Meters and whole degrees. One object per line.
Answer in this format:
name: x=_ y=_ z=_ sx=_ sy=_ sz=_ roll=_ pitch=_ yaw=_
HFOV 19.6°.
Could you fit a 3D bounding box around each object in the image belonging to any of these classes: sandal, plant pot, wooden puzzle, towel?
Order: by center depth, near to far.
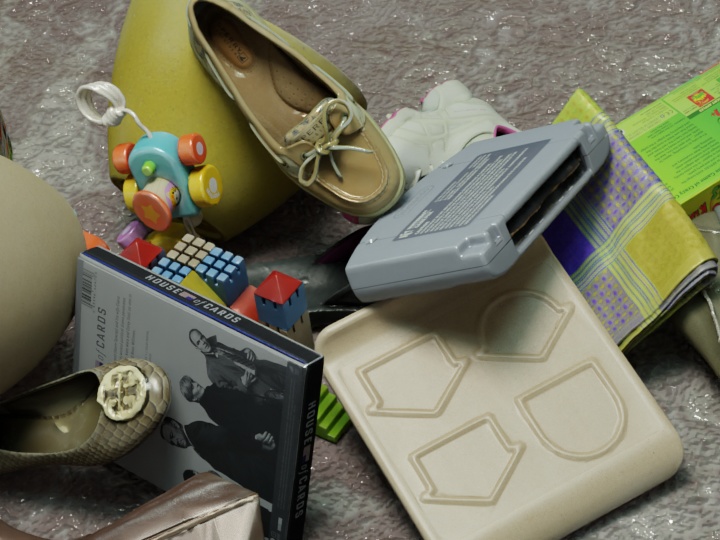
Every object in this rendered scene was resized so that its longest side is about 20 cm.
wooden puzzle: x=0.091 y=0.093 z=1.410 sx=0.184 sy=0.046 sz=0.201 roll=-27 pitch=69 yaw=-13
plant pot: x=-0.268 y=-0.002 z=1.441 sx=0.134 sy=0.201 sz=0.200 roll=-13 pitch=38 yaw=-41
towel: x=0.159 y=-0.021 z=1.489 sx=0.144 sy=0.023 sz=0.201 roll=-45 pitch=50 yaw=19
sandal: x=0.000 y=0.001 z=1.537 sx=0.199 sy=0.048 sz=0.076 roll=-12 pitch=45 yaw=-9
plant pot: x=-0.113 y=-0.108 z=1.589 sx=0.199 sy=0.200 sz=0.143 roll=22 pitch=80 yaw=27

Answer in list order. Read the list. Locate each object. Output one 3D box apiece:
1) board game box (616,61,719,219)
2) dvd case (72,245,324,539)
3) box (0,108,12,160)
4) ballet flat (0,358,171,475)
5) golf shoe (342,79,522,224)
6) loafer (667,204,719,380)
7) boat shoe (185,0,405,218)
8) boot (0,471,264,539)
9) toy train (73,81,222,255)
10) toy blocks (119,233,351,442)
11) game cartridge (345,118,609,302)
board game box: x=0.235 y=-0.075 z=1.579 sx=0.199 sy=0.048 sz=0.102 roll=-31 pitch=49 yaw=-20
dvd case: x=-0.115 y=0.086 z=1.402 sx=0.199 sy=0.151 sz=0.025 roll=25 pitch=33 yaw=30
box: x=-0.294 y=-0.071 z=1.615 sx=0.034 sy=0.111 sz=0.201 roll=-11 pitch=45 yaw=-2
ballet flat: x=-0.211 y=0.100 z=1.415 sx=0.199 sy=0.046 sz=0.068 roll=-15 pitch=61 yaw=35
golf shoe: x=0.059 y=-0.082 z=1.576 sx=0.091 sy=0.076 sz=0.200 roll=28 pitch=38 yaw=17
loafer: x=0.249 y=0.037 z=1.457 sx=0.069 sy=0.075 sz=0.201 roll=-14 pitch=39 yaw=11
boat shoe: x=-0.051 y=-0.114 z=1.463 sx=0.200 sy=0.063 sz=0.073 roll=43 pitch=93 yaw=6
boot: x=-0.170 y=0.168 z=1.376 sx=0.199 sy=0.064 sz=0.187 roll=-27 pitch=61 yaw=-6
toy train: x=-0.182 y=-0.036 z=1.522 sx=0.149 sy=0.201 sz=0.056 roll=25 pitch=45 yaw=0
toy blocks: x=-0.107 y=0.039 z=1.455 sx=0.199 sy=0.137 sz=0.100 roll=21 pitch=52 yaw=28
game cartridge: x=0.078 y=-0.041 z=1.450 sx=0.133 sy=0.042 sz=0.200 roll=-16 pitch=19 yaw=39
